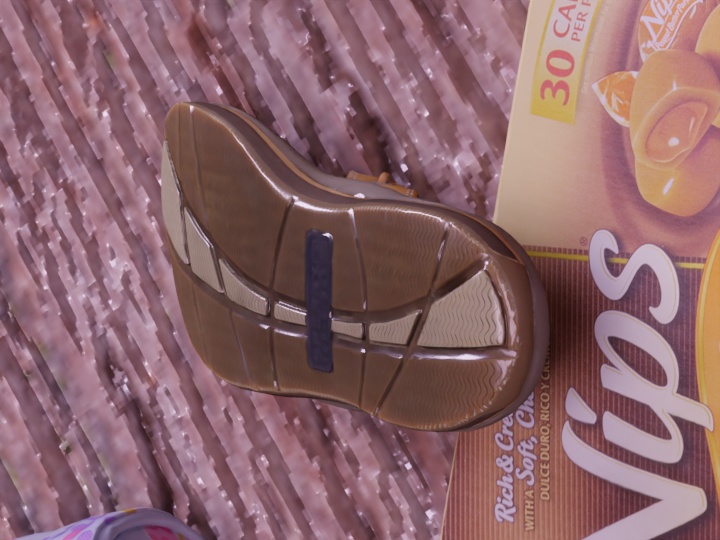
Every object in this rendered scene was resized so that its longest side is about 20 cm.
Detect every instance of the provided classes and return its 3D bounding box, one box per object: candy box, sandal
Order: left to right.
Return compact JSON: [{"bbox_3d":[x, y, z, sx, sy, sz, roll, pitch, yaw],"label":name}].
[{"bbox_3d":[0.000,0.000,0.867,0.200,0.054,0.081,20,111,54],"label":"sandal"},{"bbox_3d":[0.096,0.001,0.830,0.115,0.055,0.201,16,105,28],"label":"candy box"}]

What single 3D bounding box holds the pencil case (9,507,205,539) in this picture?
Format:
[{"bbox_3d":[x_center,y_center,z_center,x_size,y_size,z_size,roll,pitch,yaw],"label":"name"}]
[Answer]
[{"bbox_3d":[-0.130,0.141,0.965,0.199,0.083,0.091,-22,105,31],"label":"pencil case"}]
